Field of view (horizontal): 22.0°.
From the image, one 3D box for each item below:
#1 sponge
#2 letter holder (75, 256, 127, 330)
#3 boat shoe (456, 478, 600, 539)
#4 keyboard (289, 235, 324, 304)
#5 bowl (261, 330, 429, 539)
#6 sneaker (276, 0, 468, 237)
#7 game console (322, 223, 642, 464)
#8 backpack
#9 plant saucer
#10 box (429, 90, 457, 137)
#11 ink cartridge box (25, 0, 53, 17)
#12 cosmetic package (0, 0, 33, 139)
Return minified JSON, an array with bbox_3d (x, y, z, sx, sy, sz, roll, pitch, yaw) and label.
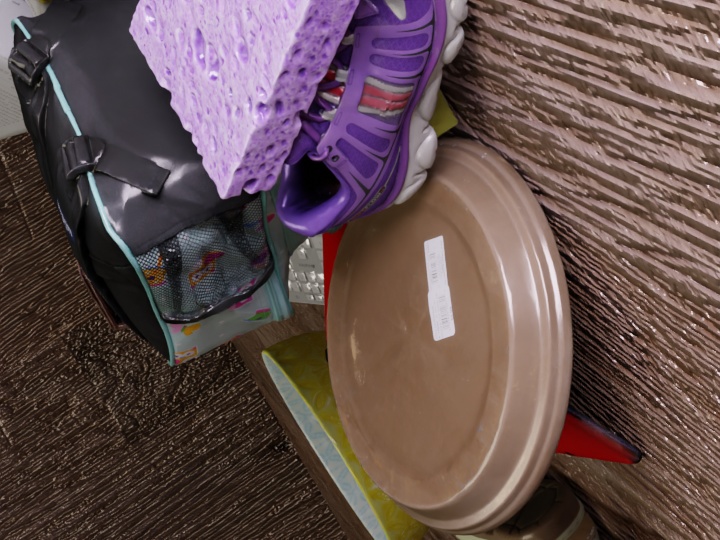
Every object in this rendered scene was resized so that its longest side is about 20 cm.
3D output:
[{"bbox_3d":[-0.041,-0.137,0.791,0.112,0.030,0.201,60,143,29],"label":"sponge"},{"bbox_3d":[-0.162,-0.081,1.337,0.142,0.100,0.202,76,-179,-71],"label":"letter holder"},{"bbox_3d":[0.117,0.185,1.297,0.076,0.072,0.200,47,174,-12],"label":"boat shoe"},{"bbox_3d":[0.000,0.000,1.175,0.199,0.011,0.057,4,129,46],"label":"keyboard"},{"bbox_3d":[0.018,0.120,1.481,0.201,0.107,0.200,56,172,13],"label":"bowl"},{"bbox_3d":[-0.006,-0.089,0.839,0.080,0.083,0.201,36,144,29],"label":"sneaker"},{"bbox_3d":[0.064,0.021,1.059,0.200,0.118,0.174,177,92,-68],"label":"game console"},{"bbox_3d":[-0.098,-0.052,1.017,0.176,0.152,0.201,57,162,28],"label":"backpack"},{"bbox_3d":[0.036,0.034,0.940,0.199,0.029,0.202,1,91,58],"label":"plant saucer"},{"bbox_3d":[-0.011,-0.107,1.024,0.076,0.050,0.200,60,172,-15],"label":"box"},{"bbox_3d":[-0.126,-0.209,0.982,0.085,0.144,0.200,61,172,-2],"label":"ink cartridge box"},{"bbox_3d":[-0.253,-0.192,1.162,0.164,0.166,0.199,27,159,-33],"label":"cosmetic package"}]
